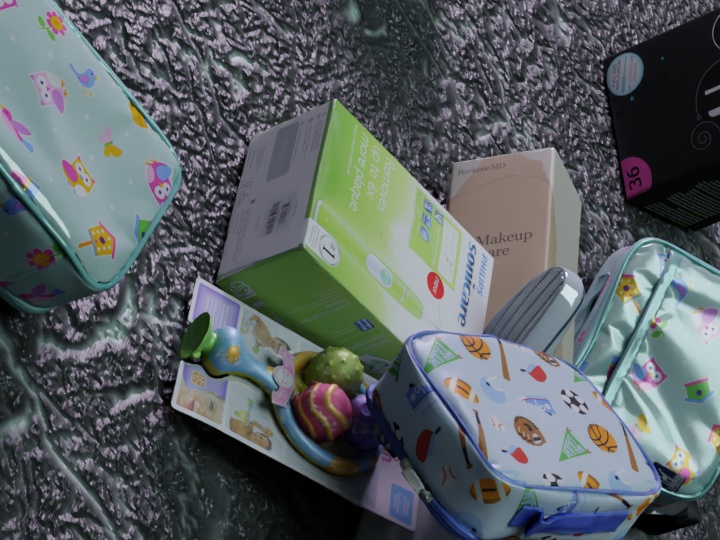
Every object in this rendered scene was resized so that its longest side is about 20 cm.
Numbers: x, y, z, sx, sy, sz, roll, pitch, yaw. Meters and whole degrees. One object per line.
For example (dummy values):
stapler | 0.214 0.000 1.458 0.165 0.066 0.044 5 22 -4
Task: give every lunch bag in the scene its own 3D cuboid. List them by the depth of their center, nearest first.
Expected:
lunch bag | -0.205 -0.082 1.460 0.200 0.077 0.161 53 35 -22
lunch bag | 0.102 0.120 1.594 0.200 0.076 0.160 7 40 -45
lunch bag | 0.235 0.084 1.918 0.160 0.077 0.200 31 74 -14

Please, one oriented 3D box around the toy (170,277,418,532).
toy | -0.029 0.084 1.607 0.200 0.047 0.115 27 44 -20

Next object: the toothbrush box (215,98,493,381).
toothbrush box | 0.000 0.000 1.715 0.200 0.086 0.146 46 39 -33

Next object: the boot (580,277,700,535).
boot | 0.216 0.115 1.989 0.165 0.066 0.201 12 70 -42

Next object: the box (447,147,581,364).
box | 0.116 0.009 1.855 0.078 0.095 0.200 60 28 -47

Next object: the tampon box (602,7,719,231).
tampon box | 0.347 -0.149 2.192 0.126 0.200 0.150 21 54 -48

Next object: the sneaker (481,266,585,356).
sneaker | 0.113 0.089 1.740 0.071 0.200 0.073 28 17 -20

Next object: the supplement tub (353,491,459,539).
supplement tub | 0.097 0.227 1.688 0.200 0.122 0.123 42 41 -34
